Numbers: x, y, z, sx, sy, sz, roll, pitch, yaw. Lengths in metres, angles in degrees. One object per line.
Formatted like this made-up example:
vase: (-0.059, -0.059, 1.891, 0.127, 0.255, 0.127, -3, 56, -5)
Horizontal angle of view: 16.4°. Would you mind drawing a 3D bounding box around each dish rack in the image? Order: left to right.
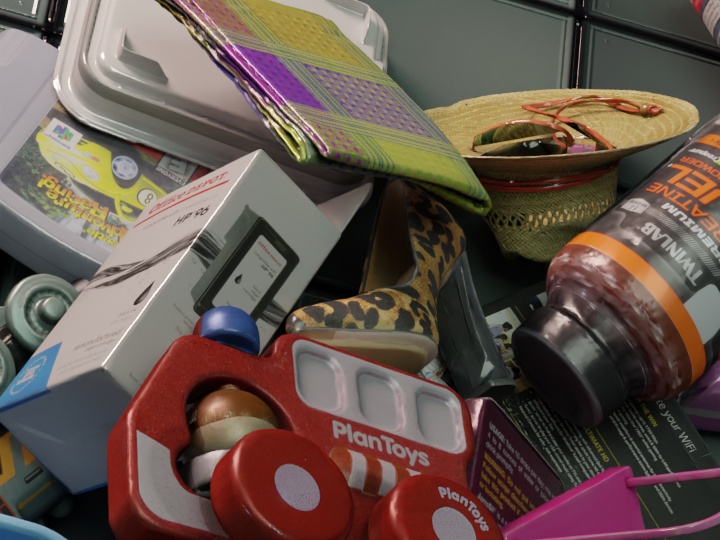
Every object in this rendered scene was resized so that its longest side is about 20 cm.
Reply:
dish rack: (-0.072, -0.130, 1.475, 0.200, 0.044, 0.172, 20, 44, -14)

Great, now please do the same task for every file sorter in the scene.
file sorter: (0.170, 0.208, 1.276, 0.139, 0.125, 0.201, -19, 98, -55)

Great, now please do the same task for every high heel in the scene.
high heel: (0.000, 0.000, 1.343, 0.200, 0.071, 0.143, 14, 47, -56)

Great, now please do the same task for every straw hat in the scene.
straw hat: (0.112, -0.048, 1.488, 0.201, 0.201, 0.085, -10, 107, -25)

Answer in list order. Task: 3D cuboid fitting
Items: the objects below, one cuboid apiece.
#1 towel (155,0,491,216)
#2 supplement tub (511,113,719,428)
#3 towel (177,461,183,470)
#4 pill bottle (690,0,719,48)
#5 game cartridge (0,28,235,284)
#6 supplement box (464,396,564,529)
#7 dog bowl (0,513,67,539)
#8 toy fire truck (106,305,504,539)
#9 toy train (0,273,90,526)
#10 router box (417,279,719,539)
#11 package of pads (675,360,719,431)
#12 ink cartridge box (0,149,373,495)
towel: (-0.024, -0.100, 1.370, 0.143, 0.023, 0.200, 12, 27, -44)
supplement tub: (0.178, 0.001, 1.406, 0.200, 0.107, 0.107, -40, 81, -19)
towel: (-0.085, 0.153, 1.271, 0.049, 0.148, 0.200, 29, 56, -20)
pill bottle: (0.305, -0.132, 1.593, 0.119, 0.120, 0.200, -19, 70, -28)
game cartridge: (-0.147, -0.046, 1.414, 0.200, 0.041, 0.133, 31, 48, -2)
supplement box: (0.017, 0.179, 1.290, 0.103, 0.131, 0.200, 48, 44, -44)
dog bowl: (-0.212, 0.158, 1.198, 0.200, 0.050, 0.112, 18, 58, -16)
toy fire truck: (-0.029, 0.099, 1.179, 0.200, 0.112, 0.168, 20, 42, -26)
toy train: (-0.192, 0.087, 1.314, 0.200, 0.085, 0.114, -39, 93, -35)
router box: (0.117, 0.109, 1.426, 0.149, 0.051, 0.200, -21, 69, -29)
package of pads: (0.278, 0.042, 1.511, 0.199, 0.076, 0.121, 7, 61, -16)
ink cartridge box: (-0.089, 0.013, 1.289, 0.068, 0.116, 0.200, 47, 53, -17)
